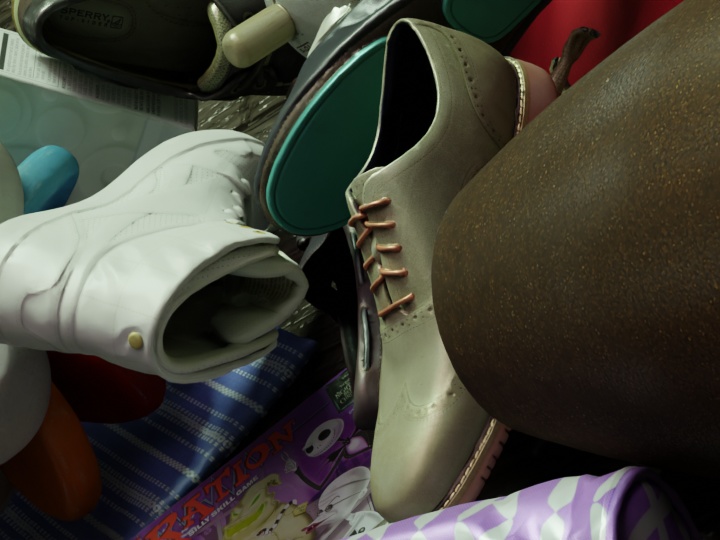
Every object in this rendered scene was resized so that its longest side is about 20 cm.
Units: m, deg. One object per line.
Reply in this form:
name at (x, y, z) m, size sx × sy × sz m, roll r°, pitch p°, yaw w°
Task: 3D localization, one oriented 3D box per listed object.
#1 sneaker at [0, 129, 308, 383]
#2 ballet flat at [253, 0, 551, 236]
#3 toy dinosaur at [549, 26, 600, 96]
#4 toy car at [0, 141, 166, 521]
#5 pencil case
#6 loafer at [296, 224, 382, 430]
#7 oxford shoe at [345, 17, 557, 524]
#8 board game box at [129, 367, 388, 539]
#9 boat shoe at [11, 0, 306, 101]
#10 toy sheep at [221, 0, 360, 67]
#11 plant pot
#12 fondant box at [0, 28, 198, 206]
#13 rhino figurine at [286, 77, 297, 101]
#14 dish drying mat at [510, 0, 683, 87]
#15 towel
sneaker at (-0.062, -0.003, 0.890) m, size 0.115 × 0.074 × 0.200 m, roll 14°, pitch 26°, yaw 27°
ballet flat at (0.027, -0.100, 0.841) m, size 0.200 × 0.073 × 0.073 m, roll -48°, pitch 25°, yaw 11°
toy dinosaur at (0.082, -0.028, 0.821) m, size 0.101 × 0.058 × 0.201 m, roll -48°, pitch 32°, yaw 23°
toy car at (-0.165, 0.024, 0.960) m, size 0.175 × 0.149 × 0.202 m, roll 126°, pitch 135°, yaw -63°
pencil case at (0.021, 0.126, 0.691) m, size 0.199 × 0.084 × 0.086 m, roll -22°, pitch 28°, yaw 30°
loafer at (0.000, 0.000, 0.879) m, size 0.062 × 0.072 × 0.200 m, roll -15°, pitch 34°, yaw -11°
oxford shoe at (0.020, 0.001, 0.762) m, size 0.071 × 0.073 × 0.202 m, roll -28°, pitch 45°, yaw 46°
board game box at (-0.053, 0.126, 0.853) m, size 0.200 × 0.032 × 0.120 m, roll -39°, pitch 23°, yaw 3°
boat shoe at (-0.071, -0.112, 1.023) m, size 0.198 × 0.074 × 0.065 m, roll 1°, pitch 26°, yaw -12°
toy sheep at (0.017, -0.150, 0.924) m, size 0.199 × 0.139 × 0.138 m, roll -34°, pitch 25°, yaw -16°
plant pot at (0.124, -0.009, 0.662) m, size 0.199 × 0.187 × 0.188 m, roll -15°, pitch 36°, yaw 45°
fondant box at (-0.197, -0.049, 1.060) m, size 0.058 × 0.198 × 0.145 m, roll -97°, pitch 26°, yaw -59°
rhino figurine at (0.043, -0.077, 0.988) m, size 0.199 × 0.060 × 0.088 m, roll -28°, pitch 51°, yaw 22°
dish drying mat at (0.108, -0.103, 0.855) m, size 0.018 × 0.077 × 0.200 m, roll -12°, pitch -24°, yaw -33°
towel at (-0.121, 0.091, 0.994) m, size 0.200 × 0.024 × 0.144 m, roll -47°, pitch 29°, yaw -13°
